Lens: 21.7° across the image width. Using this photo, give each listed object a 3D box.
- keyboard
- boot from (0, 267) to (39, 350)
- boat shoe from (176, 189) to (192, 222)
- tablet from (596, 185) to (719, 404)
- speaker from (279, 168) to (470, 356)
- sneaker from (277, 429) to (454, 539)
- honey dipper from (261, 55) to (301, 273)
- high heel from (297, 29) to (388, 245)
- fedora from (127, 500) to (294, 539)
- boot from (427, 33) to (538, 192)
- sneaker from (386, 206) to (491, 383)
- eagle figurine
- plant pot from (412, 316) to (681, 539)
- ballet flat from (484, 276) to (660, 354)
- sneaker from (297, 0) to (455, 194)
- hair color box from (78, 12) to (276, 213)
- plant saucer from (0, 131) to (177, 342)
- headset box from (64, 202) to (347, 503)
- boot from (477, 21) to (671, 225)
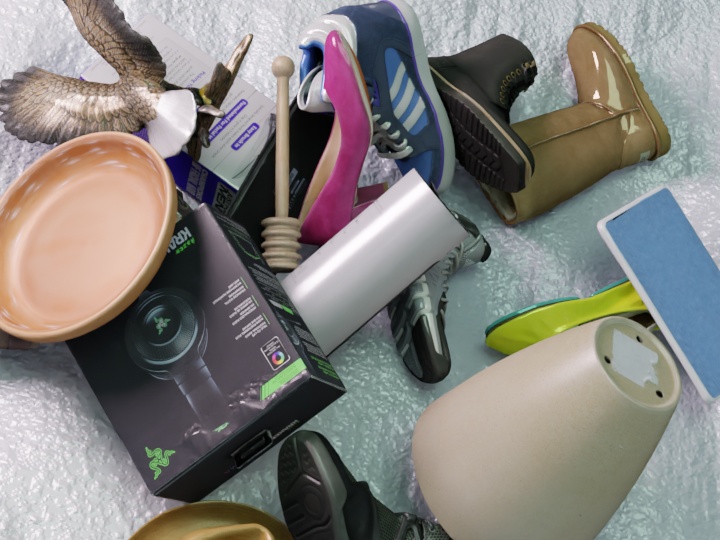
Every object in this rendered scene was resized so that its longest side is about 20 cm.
[{"bbox_3d":[-0.058,-0.064,1.762,0.127,0.021,0.200,45,60,-28],"label":"keyboard"},{"bbox_3d":[-0.337,-0.017,1.680,0.146,0.070,0.201,15,58,-12],"label":"boot"},{"bbox_3d":[-0.192,-0.052,1.734,0.066,0.072,0.201,-21,65,-47],"label":"boat shoe"},{"bbox_3d":[0.310,0.021,1.796,0.130,0.014,0.200,-28,85,-46],"label":"tablet"},{"bbox_3d":[0.000,0.000,1.682,0.200,0.081,0.081,-41,72,4],"label":"speaker"},{"bbox_3d":[0.007,0.215,1.594,0.114,0.076,0.200,-30,91,-43],"label":"sneaker"},{"bbox_3d":[-0.072,-0.099,1.718,0.038,0.038,0.201,2,82,-13],"label":"honey dipper"},{"bbox_3d":[-0.032,-0.116,1.698,0.095,0.201,0.067,-11,31,3],"label":"high heel"},{"bbox_3d":[-0.118,0.267,1.544,0.200,0.082,0.201,7,58,-11],"label":"fedora"},{"bbox_3d":[0.141,-0.165,1.827,0.138,0.078,0.200,-23,51,-25],"label":"boot"},{"bbox_3d":[0.079,0.007,1.760,0.115,0.075,0.201,-7,62,-23],"label":"sneaker"},{"bbox_3d":[-0.220,-0.172,1.686,0.199,0.151,0.152,24,60,-11],"label":"eagle figurine"},{"bbox_3d":[0.174,0.131,1.598,0.187,0.200,0.188,22,43,-22],"label":"plant pot"},{"bbox_3d":[0.214,0.054,1.770,0.199,0.067,0.067,-16,67,-25],"label":"ballet flat"},{"bbox_3d":[0.002,-0.149,1.771,0.146,0.080,0.201,-23,106,-34],"label":"sneaker"},{"bbox_3d":[-0.161,-0.145,1.797,0.200,0.065,0.109,35,57,10],"label":"hair color box"},{"bbox_3d":[-0.237,-0.025,1.600,0.199,0.037,0.201,-15,55,23],"label":"plant saucer"},{"bbox_3d":[-0.134,0.079,1.603,0.174,0.093,0.200,-36,70,9],"label":"headset box"},{"bbox_3d":[0.194,-0.153,1.891,0.199,0.066,0.176,-21,66,-23],"label":"boot"}]
